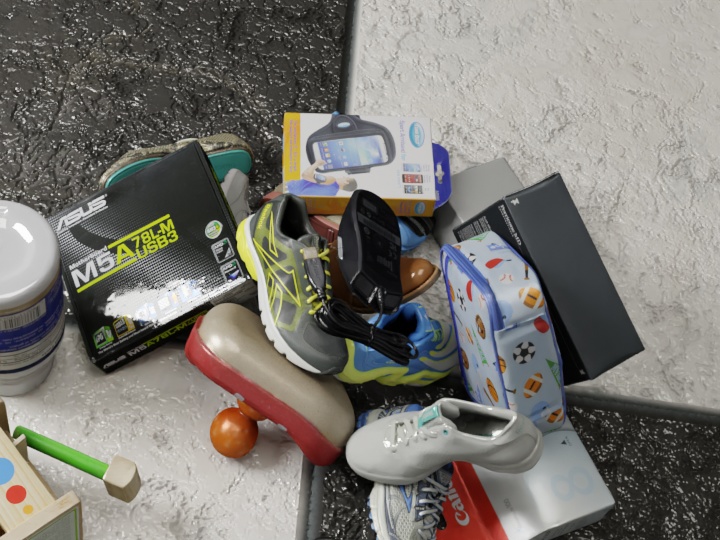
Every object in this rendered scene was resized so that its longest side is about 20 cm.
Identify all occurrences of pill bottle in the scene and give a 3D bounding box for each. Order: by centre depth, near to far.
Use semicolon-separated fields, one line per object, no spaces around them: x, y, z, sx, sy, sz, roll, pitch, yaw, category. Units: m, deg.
-0.353;0.036;1.160;0.118;0.201;0.121;6;55;-8;pill bottle

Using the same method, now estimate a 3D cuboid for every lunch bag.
0.140;0.070;1.194;0.075;0.202;0.160;-18;30;-13;lunch bag

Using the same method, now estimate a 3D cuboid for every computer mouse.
-0.013;-0.002;1.161;0.140;0.046;0.202;25;45;-39;computer mouse

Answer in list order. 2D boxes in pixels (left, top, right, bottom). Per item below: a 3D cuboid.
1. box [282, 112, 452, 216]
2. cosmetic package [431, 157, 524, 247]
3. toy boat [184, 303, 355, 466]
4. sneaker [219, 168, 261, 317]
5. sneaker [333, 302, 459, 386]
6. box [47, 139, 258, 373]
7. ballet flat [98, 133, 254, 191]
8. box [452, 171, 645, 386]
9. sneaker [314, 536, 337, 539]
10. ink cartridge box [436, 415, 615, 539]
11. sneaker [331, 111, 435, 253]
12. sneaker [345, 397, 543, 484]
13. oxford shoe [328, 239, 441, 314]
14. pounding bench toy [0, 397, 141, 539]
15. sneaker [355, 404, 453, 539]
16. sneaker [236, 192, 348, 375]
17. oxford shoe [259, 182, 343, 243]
0.008;-0.123;1.359;0.197;0.042;0.120;0;59;-3;box
0.169;-0.025;1.387;0.106;0.091;0.201;-18;59;-21;cosmetic package
-0.105;0.137;1.203;0.199;0.131;0.131;35;11;-7;toy boat
-0.139;-0.019;1.332;0.081;0.075;0.203;9;66;-13;sneaker
0.061;0.078;1.249;0.198;0.105;0.077;-7;72;-43;sneaker
-0.226;-0.017;1.274;0.198;0.048;0.195;-27;64;2;box
-0.225;-0.125;1.392;0.198;0.069;0.075;-16;38;-28;ballet flat
0.193;0.017;1.230;0.078;0.141;0.202;-25;87;-19;box
-0.033;0.348;1.089;0.069;0.078;0.202;-1;56;-13;sneaker
0.145;0.214;1.239;0.198;0.047;0.161;-14;59;-22;ink cartridge box
0.019;-0.109;1.426;0.082;0.071;0.200;-24;68;-32;sneaker
0.070;0.153;1.124;0.197;0.089;0.076;-9;57;21;sneaker
0.000;0.000;1.268;0.198;0.072;0.071;-1;36;44;oxford shoe
-0.326;0.198;1.102;0.199;0.125;0.156;-32;67;-29;pounding bench toy
0.054;0.221;1.176;0.084;0.077;0.202;-22;60;14;sneaker
-0.062;0.010;1.179;0.074;0.085;0.201;-6;58;-45;sneaker
-0.019;-0.051;1.373;0.199;0.071;0.075;32;53;11;oxford shoe
